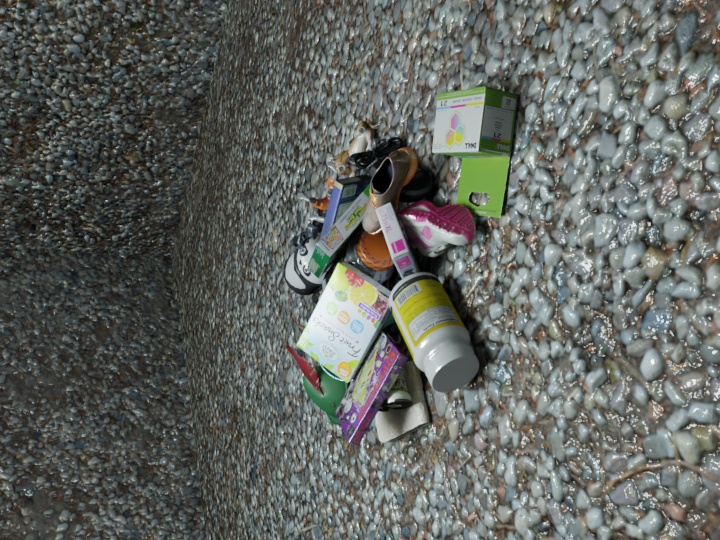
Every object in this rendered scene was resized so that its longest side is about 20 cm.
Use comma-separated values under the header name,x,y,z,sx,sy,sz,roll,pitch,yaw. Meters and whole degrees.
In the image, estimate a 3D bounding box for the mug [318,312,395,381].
name,x,y,z,sx,sy,sz,roll,pitch,yaw
mug,0.001,0.161,1.409,0.179,0.114,0.158,1,91,22

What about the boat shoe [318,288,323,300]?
name,x,y,z,sx,sy,sz,roll,pitch,yaw
boat shoe,-0.072,0.074,1.595,0.076,0.070,0.206,-62,-13,-68

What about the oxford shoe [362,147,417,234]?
name,x,y,z,sx,sy,sz,roll,pitch,yaw
oxford shoe,0.038,-0.150,1.232,0.071,0.072,0.203,46,132,25

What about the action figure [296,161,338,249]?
name,x,y,z,sx,sy,sz,roll,pitch,yaw
action figure,-0.082,-0.137,1.560,0.103,0.195,0.203,21,69,33

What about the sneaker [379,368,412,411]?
name,x,y,z,sx,sy,sz,roll,pitch,yaw
sneaker,0.043,0.243,1.324,0.198,0.075,0.092,-22,56,54

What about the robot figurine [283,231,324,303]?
name,x,y,z,sx,sy,sz,roll,pitch,yaw
robot figurine,-0.136,-0.007,1.694,0.199,0.149,0.127,-33,23,58

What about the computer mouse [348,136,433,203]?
name,x,y,z,sx,sy,sz,roll,pitch,yaw
computer mouse,0.077,-0.196,1.315,0.200,0.136,0.054,47,152,38

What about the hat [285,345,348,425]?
name,x,y,z,sx,sy,sz,roll,pitch,yaw
hat,-0.138,0.295,1.619,0.164,0.171,0.208,-15,75,62

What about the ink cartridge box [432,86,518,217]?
name,x,y,z,sx,sy,sz,roll,pitch,yaw
ink cartridge box,0.191,-0.203,1.107,0.147,0.074,0.207,17,102,62

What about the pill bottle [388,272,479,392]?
name,x,y,z,sx,sy,sz,roll,pitch,yaw
pill bottle,0.133,0.112,1.159,0.116,0.111,0.203,-65,34,37

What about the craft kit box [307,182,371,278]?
name,x,y,z,sx,sy,sz,roll,pitch,yaw
craft kit box,-0.033,-0.088,1.401,0.199,0.048,0.200,-53,0,-17

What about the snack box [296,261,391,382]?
name,x,y,z,sx,sy,sz,roll,pitch,yaw
snack box,-0.029,0.107,1.327,0.140,0.053,0.204,32,102,16

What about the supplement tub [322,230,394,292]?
name,x,y,z,sx,sy,sz,roll,pitch,yaw
supplement tub,0.000,0.000,1.426,0.201,0.119,0.126,-50,45,51

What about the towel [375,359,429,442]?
name,x,y,z,sx,sy,sz,roll,pitch,yaw
towel,0.078,0.282,1.345,0.200,0.033,0.136,-46,49,53

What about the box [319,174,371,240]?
name,x,y,z,sx,sy,sz,roll,pitch,yaw
box,-0.040,-0.125,1.521,0.032,0.120,0.205,30,120,27

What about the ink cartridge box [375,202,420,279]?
name,x,y,z,sx,sy,sz,roll,pitch,yaw
ink cartridge box,0.086,-0.029,1.260,0.201,0.041,0.122,62,-171,-57

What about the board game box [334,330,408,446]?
name,x,y,z,sx,sy,sz,roll,pitch,yaw
board game box,0.019,0.233,1.274,0.204,0.032,0.120,-61,27,5

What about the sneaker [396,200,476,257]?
name,x,y,z,sx,sy,sz,roll,pitch,yaw
sneaker,0.149,-0.071,1.184,0.199,0.080,0.091,26,138,59

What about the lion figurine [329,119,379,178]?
name,x,y,z,sx,sy,sz,roll,pitch,yaw
lion figurine,-0.007,-0.299,1.529,0.200,0.071,0.124,-48,19,34
